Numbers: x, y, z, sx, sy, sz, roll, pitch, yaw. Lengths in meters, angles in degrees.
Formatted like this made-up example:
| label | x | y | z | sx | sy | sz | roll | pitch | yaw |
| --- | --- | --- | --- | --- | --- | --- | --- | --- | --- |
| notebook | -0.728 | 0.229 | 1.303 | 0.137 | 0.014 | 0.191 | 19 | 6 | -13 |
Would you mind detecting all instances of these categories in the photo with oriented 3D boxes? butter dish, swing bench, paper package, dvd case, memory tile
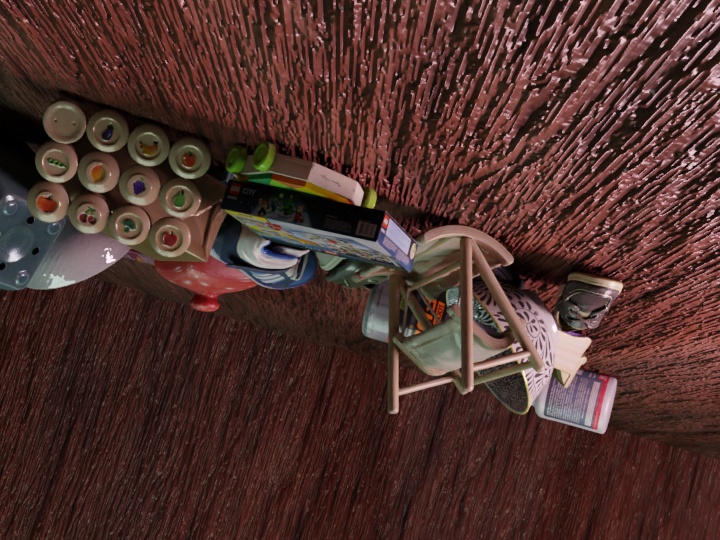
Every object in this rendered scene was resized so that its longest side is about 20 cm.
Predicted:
| label | x | y | z | sx | sy | sz | roll | pitch | yaw |
| --- | --- | --- | --- | --- | --- | --- | --- | --- | --- |
| butter dish | -0.228 | -0.012 | 1.743 | 0.198 | 0.150 | 0.199 | 12 | 174 | -34 |
| swing bench | 0.106 | 0.058 | 1.453 | 0.128 | 0.202 | 0.199 | -11 | 172 | -29 |
| paper package | -0.285 | -0.094 | 1.485 | 0.189 | 0.104 | 0.199 | 29 | 167 | -25 |
| dvd case | 0.121 | -0.012 | 1.599 | 0.198 | 0.018 | 0.143 | 13 | 170 | 24 |
| memory tile | -0.282 | -0.107 | 1.341 | 0.198 | 0.155 | 0.017 | 16 | -162 | -8 |

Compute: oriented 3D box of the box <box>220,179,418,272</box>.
| label | x | y | z | sx | sy | sz | roll | pitch | yaw |
| --- | --- | --- | --- | --- | --- | --- | --- | --- | --- |
| box | -0.046 | -0.051 | 1.332 | 0.198 | 0.038 | 0.137 | 13 | 171 | 21 |

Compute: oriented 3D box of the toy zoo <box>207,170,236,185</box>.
| label | x | y | z | sx | sy | sz | roll | pitch | yaw |
| --- | --- | --- | --- | --- | --- | --- | --- | --- | --- |
| toy zoo | -0.133 | -0.093 | 1.550 | 0.130 | 0.021 | 0.200 | 13 | 171 | 25 |

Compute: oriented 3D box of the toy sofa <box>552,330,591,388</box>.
| label | x | y | z | sx | sy | sz | roll | pitch | yaw |
| --- | --- | --- | --- | --- | --- | --- | --- | --- | --- |
| toy sofa | 0.286 | 0.114 | 1.938 | 0.198 | 0.098 | 0.083 | 21 | -165 | -28 |

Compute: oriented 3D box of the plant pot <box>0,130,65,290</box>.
| label | x | y | z | sx | sy | sz | roll | pitch | yaw |
| --- | --- | --- | --- | --- | --- | --- | --- | --- | --- |
| plant pot | -0.515 | -0.080 | 1.553 | 0.199 | 0.197 | 0.195 | 35 | -177 | 32 |

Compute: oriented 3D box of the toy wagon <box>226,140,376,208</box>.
| label | x | y | z | sx | sy | sz | roll | pitch | yaw |
| --- | --- | --- | --- | --- | --- | --- | --- | --- | --- |
| toy wagon | -0.082 | -0.101 | 1.343 | 0.154 | 0.040 | 0.199 | 22 | 169 | -31 |

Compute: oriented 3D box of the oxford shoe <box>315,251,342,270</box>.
| label | x | y | z | sx | sy | sz | roll | pitch | yaw |
| --- | --- | --- | --- | --- | --- | --- | --- | --- | --- |
| oxford shoe | -0.034 | -0.046 | 1.526 | 0.057 | 0.076 | 0.200 | 35 | 171 | -3 |

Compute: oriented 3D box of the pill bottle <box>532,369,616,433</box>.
| label | x | y | z | sx | sy | sz | roll | pitch | yaw |
| --- | --- | --- | --- | --- | --- | --- | --- | --- | --- |
| pill bottle | 0.426 | 0.258 | 2.398 | 0.198 | 0.121 | 0.120 | 14 | 171 | 16 |

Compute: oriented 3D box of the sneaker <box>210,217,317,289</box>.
| label | x | y | z | sx | sy | sz | roll | pitch | yaw |
| --- | --- | --- | --- | --- | --- | --- | --- | --- | --- |
| sneaker | -0.098 | -0.019 | 1.531 | 0.145 | 0.082 | 0.199 | 6 | 168 | 46 |

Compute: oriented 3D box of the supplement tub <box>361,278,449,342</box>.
| label | x | y | z | sx | sy | sz | roll | pitch | yaw |
| --- | --- | --- | --- | --- | --- | --- | --- | --- | --- |
| supplement tub | 0.109 | 0.067 | 1.771 | 0.198 | 0.124 | 0.123 | 15 | 171 | 4 |

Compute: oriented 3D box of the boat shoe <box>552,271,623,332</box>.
| label | x | y | z | sx | sy | sz | roll | pitch | yaw |
| --- | --- | --- | --- | --- | --- | --- | --- | --- | --- |
| boat shoe | 0.292 | 0.045 | 1.489 | 0.072 | 0.066 | 0.200 | 14 | 172 | 5 |

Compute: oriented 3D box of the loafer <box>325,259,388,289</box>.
| label | x | y | z | sx | sy | sz | roll | pitch | yaw |
| --- | --- | --- | --- | --- | --- | --- | --- | --- | --- |
| loafer | 0.000 | 0.000 | 1.632 | 0.069 | 0.076 | 0.200 | 34 | 177 | -6 |

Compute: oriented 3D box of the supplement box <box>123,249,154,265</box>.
| label | x | y | z | sx | sy | sz | roll | pitch | yaw |
| --- | --- | --- | --- | --- | --- | --- | --- | --- | --- |
| supplement box | -0.365 | -0.061 | 1.953 | 0.198 | 0.087 | 0.110 | 16 | 172 | 1 |

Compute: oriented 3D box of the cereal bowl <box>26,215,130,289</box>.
| label | x | y | z | sx | sy | sz | roll | pitch | yaw |
| --- | --- | --- | --- | --- | --- | --- | --- | --- | --- |
| cereal bowl | -0.426 | -0.064 | 1.676 | 0.198 | 0.200 | 0.084 | 9 | 130 | 37 |

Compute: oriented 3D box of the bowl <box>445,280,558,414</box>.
| label | x | y | z | sx | sy | sz | roll | pitch | yaw |
| --- | --- | --- | --- | --- | --- | --- | --- | --- | --- |
| bowl | 0.209 | 0.086 | 1.571 | 0.202 | 0.094 | 0.201 | 56 | 165 | 23 |
